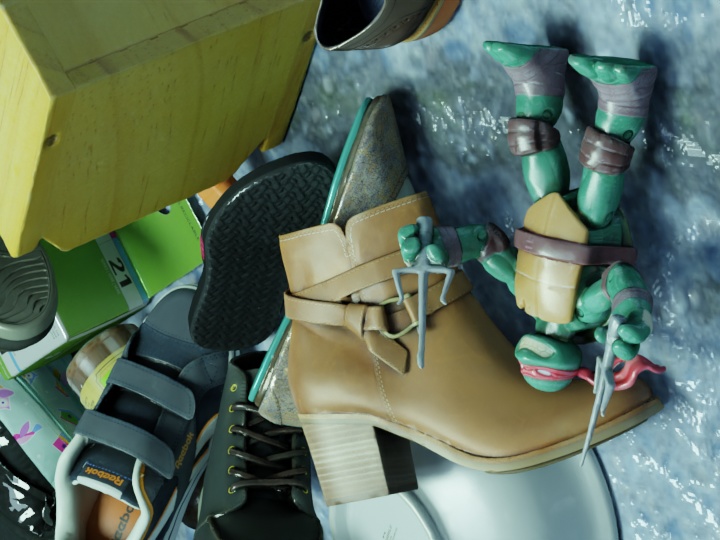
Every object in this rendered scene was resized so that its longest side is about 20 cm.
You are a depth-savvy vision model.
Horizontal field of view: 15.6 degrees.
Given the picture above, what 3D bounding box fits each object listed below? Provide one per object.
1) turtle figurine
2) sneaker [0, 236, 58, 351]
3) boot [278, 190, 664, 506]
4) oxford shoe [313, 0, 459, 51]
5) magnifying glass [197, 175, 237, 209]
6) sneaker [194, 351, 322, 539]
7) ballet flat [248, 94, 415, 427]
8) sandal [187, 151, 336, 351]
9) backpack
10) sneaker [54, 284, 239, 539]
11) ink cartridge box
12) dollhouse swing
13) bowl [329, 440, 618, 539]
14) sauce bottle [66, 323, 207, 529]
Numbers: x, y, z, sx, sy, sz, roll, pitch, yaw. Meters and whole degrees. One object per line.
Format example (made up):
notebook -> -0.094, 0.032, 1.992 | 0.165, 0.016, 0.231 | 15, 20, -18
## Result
turtle figurine -> 0.094, -0.011, 1.327 | 0.149, 0.101, 0.201 | 10, 98, 29
sneaker -> -0.250, 0.022, 1.697 | 0.200, 0.075, 0.107 | 37, 142, 45
boot -> 0.054, 0.034, 1.407 | 0.199, 0.077, 0.156 | -12, 86, 22
oxford shoe -> 0.029, -0.184, 1.339 | 0.071, 0.073, 0.201 | 46, 140, 24
magnifying glass -> -0.146, -0.116, 1.554 | 0.200, 0.022, 0.079 | 47, 135, -11
sneaker -> -0.060, 0.120, 1.550 | 0.200, 0.074, 0.107 | -120, 37, -71
ballet flat -> 0.000, 0.000, 1.483 | 0.067, 0.068, 0.201 | 22, 109, 3
sandal -> -0.065, -0.018, 1.565 | 0.200, 0.075, 0.045 | 118, 150, -55
backpack -> -0.235, 0.134, 1.820 | 0.200, 0.126, 0.167 | 52, 131, 18
sneaker -> -0.135, 0.104, 1.644 | 0.078, 0.079, 0.201 | 16, 90, 25
ink cartridge box -> -0.196, -0.032, 1.712 | 0.200, 0.076, 0.148 | -31, 86, 56
dollhouse swing -> -0.153, -0.149, 1.480 | 0.176, 0.199, 0.182 | 46, 141, 22
bowl -> 0.045, 0.141, 1.500 | 0.201, 0.090, 0.202 | 30, 132, 39
sauce bottle -> -0.110, 0.122, 1.709 | 0.200, 0.065, 0.065 | 47, 141, 20
